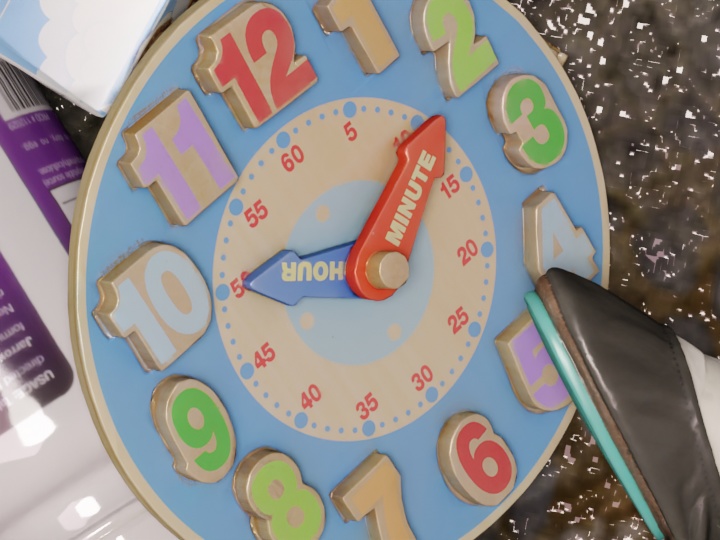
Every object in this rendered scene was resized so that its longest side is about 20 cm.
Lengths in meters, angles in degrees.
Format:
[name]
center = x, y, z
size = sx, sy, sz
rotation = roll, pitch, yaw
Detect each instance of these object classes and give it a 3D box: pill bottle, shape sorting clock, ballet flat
[pill bottle]
center = -0.119, 0.020, 0.865
size = 0.111, 0.111, 0.201
rotation = -33, 87, 11
[shape sorting clock]
center = 0.000, 0.000, 0.839
size = 0.199, 0.039, 0.201
rotation = -2, 93, -31
[ballet flat]
center = 0.117, 0.077, 0.870
size = 0.068, 0.068, 0.201
rotation = -23, 111, 2

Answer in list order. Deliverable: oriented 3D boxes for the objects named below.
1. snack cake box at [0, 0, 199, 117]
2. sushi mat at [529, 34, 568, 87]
[snack cake box]
center = -0.045, -0.151, 0.837
size = 0.067, 0.115, 0.201
rotation = 30, 101, 4
[sushi mat]
center = -0.017, -0.010, 0.906
size = 0.095, 0.012, 0.201
rotation = 29, 101, 4
